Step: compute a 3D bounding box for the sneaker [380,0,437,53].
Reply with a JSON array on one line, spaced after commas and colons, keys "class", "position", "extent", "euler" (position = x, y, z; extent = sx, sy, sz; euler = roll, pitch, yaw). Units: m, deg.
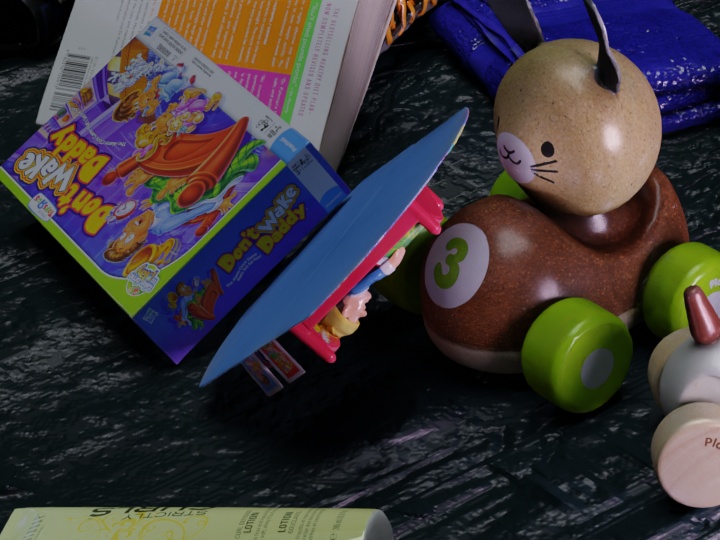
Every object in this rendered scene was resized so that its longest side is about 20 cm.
[{"class": "sneaker", "position": [0.011, -0.178, 1.771], "extent": [0.077, 0.079, 0.200], "euler": [-8, 30, 18]}]

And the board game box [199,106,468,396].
[{"class": "board game box", "position": [0.000, 0.000, 1.426], "extent": [0.158, 0.039, 0.200], "euler": [-52, 10, -31]}]

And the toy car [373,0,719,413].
[{"class": "toy car", "position": [0.097, -0.059, 1.442], "extent": [0.157, 0.201, 0.164], "euler": [-24, 34, -28]}]

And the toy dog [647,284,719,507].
[{"class": "toy dog", "position": [0.225, 0.043, 1.349], "extent": [0.199, 0.097, 0.132], "euler": [-16, 32, -16]}]

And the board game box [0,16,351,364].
[{"class": "board game box", "position": [-0.109, -0.049, 1.560], "extent": [0.134, 0.045, 0.200], "euler": [-45, 38, -4]}]

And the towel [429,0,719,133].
[{"class": "towel", "position": [0.141, -0.143, 1.725], "extent": [0.147, 0.050, 0.200], "euler": [-15, 32, -13]}]

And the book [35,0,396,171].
[{"class": "book", "position": [-0.091, -0.131, 1.690], "extent": [0.199, 0.048, 0.134], "euler": [12, 78, 27]}]

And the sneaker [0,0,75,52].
[{"class": "sneaker", "position": [-0.199, -0.189, 1.860], "extent": [0.199, 0.070, 0.078], "euler": [-22, 47, -24]}]

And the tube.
[{"class": "tube", "position": [-0.085, 0.135, 1.302], "extent": [0.199, 0.052, 0.058], "euler": [-1, -10, 19]}]
